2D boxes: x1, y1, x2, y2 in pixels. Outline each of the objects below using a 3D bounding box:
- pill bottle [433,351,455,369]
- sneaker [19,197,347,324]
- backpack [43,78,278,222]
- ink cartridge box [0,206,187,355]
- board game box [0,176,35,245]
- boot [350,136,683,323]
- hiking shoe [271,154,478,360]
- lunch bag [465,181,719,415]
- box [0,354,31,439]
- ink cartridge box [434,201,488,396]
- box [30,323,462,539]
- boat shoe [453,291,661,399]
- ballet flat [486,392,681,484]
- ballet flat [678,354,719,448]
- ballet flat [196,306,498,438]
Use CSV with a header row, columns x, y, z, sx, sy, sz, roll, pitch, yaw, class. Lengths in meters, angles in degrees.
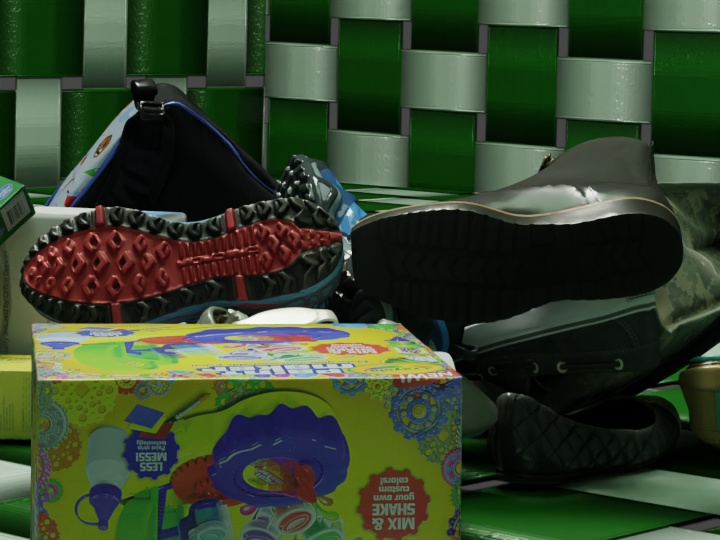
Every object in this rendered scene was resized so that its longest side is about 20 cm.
x,y,z,sx,sy,sz,roll,pitch,yaw,class
-0.048,0.087,1.408,0.198,0.113,0.112,1,6,-8,pill bottle
-0.106,0.013,1.542,0.198,0.080,0.096,-3,-25,4,sneaker
-0.154,-0.023,1.896,0.200,0.191,0.154,43,-1,-14,backpack
-0.228,0.028,1.793,0.198,0.146,0.084,3,5,20,ink cartridge box
-0.335,-0.006,1.720,0.134,0.029,0.200,20,51,34,board game box
0.095,-0.033,1.572,0.198,0.078,0.139,1,28,2,boot
0.000,0.000,1.628,0.086,0.075,0.201,9,34,-29,hiking shoe
0.184,0.018,1.733,0.164,0.118,0.199,-37,-11,39,lunch bag
-0.282,0.083,1.706,0.198,0.051,0.075,2,6,6,box
0.098,0.024,1.833,0.085,0.149,0.199,-16,-7,41,ink cartridge box
-0.063,0.098,1.253,0.198,0.123,0.193,0,7,-9,box
0.110,0.053,1.611,0.068,0.057,0.199,-13,-4,-42,boat shoe
0.149,0.097,1.612,0.066,0.057,0.199,6,7,34,ballet flat
0.245,0.089,1.709,0.068,0.064,0.200,-6,-3,16,ballet flat
-0.006,0.057,1.495,0.198,0.064,0.068,7,25,-17,ballet flat
